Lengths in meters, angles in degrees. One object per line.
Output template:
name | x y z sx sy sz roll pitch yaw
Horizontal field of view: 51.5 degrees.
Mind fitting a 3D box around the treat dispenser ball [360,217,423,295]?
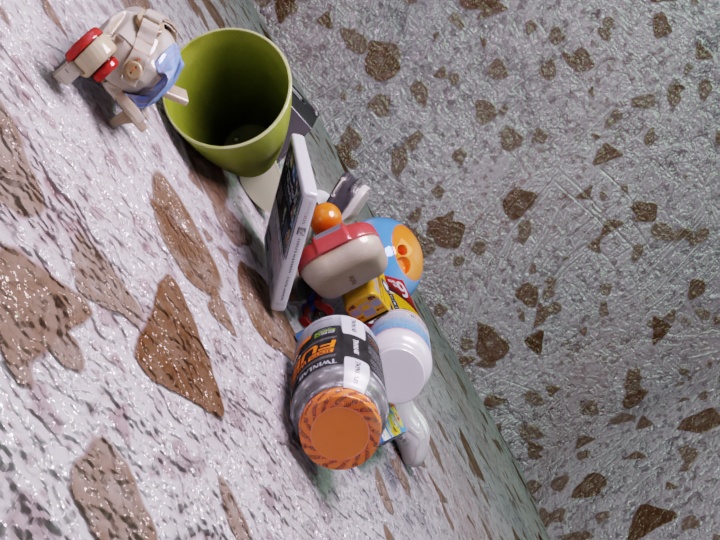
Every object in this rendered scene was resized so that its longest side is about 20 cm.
treat dispenser ball | 0.044 -0.017 1.679 0.203 0.198 0.201 58 8 -13

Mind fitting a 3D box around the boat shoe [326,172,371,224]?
boat shoe | -0.060 -0.081 1.332 0.060 0.202 0.074 37 11 10

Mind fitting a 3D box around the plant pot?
plant pot | -0.182 -0.226 1.136 0.190 0.184 0.200 63 -6 17

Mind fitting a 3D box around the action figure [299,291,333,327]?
action figure | -0.070 0.039 1.266 0.051 0.066 0.201 34 17 -16

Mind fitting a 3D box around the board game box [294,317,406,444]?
board game box | -0.010 0.181 1.169 0.203 0.055 0.196 63 8 12

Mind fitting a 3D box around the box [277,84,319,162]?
box | -0.176 -0.300 1.441 0.149 0.124 0.201 46 13 -14

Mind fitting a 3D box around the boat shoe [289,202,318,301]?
boat shoe | -0.107 -0.030 1.233 0.203 0.072 0.077 -81 161 -45

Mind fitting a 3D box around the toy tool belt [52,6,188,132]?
toy tool belt | -0.245 -0.218 0.831 0.123 0.124 0.201 48 13 -21

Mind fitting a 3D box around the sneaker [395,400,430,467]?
sneaker | 0.060 0.259 1.342 0.098 0.077 0.205 -11 84 -43

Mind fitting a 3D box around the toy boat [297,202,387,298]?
toy boat | -0.037 -0.042 1.138 0.200 0.128 0.133 59 7 -75

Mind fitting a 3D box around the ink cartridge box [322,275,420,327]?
ink cartridge box | 0.031 0.096 1.406 0.198 0.084 0.178 15 44 -50

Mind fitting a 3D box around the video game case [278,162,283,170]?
video game case | -0.176 -0.197 1.542 0.183 0.023 0.201 57 9 -30

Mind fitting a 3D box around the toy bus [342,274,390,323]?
toy bus | 0.000 0.000 1.291 0.078 0.064 0.202 49 20 -41

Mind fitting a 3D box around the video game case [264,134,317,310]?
video game case | -0.104 -0.074 1.081 0.023 0.185 0.201 10 29 -16

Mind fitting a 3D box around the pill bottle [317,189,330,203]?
pill bottle | -0.078 -0.074 1.426 0.202 0.109 0.111 57 9 -30

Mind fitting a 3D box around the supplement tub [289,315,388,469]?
supplement tub | -0.027 0.149 0.934 0.124 0.121 0.201 57 8 -19

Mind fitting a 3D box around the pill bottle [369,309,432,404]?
pill bottle | 0.058 0.135 1.170 0.110 0.107 0.200 59 8 -7

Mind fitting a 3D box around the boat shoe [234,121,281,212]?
boat shoe | -0.187 -0.196 1.286 0.204 0.073 0.063 58 11 -9
